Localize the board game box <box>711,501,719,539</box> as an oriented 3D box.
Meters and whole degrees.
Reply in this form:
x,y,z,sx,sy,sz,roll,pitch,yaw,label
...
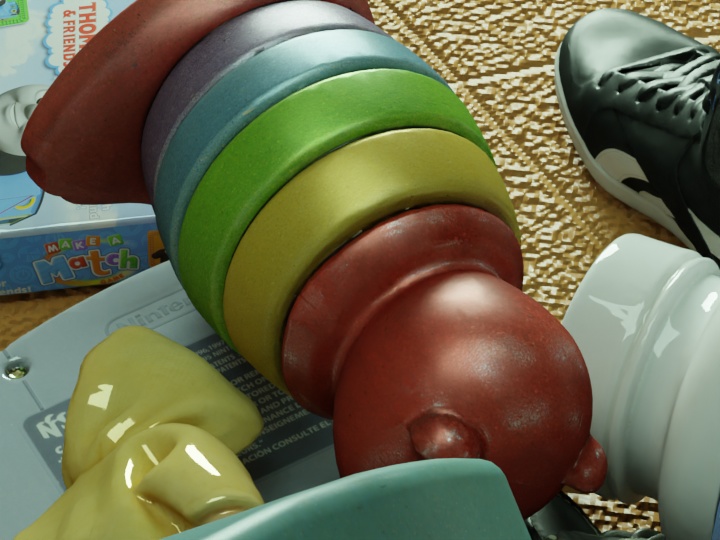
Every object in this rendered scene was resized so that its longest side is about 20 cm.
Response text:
x,y,z,sx,sy,sz,roll,pitch,yaw,label
0.166,0.090,0.625,0.134,0.200,0.035,11,90,-6,board game box

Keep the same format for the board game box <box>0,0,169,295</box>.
x,y,z,sx,sy,sz,roll,pitch,yaw,label
-0.111,-0.056,1.010,0.198,0.037,0.152,-6,44,-2,board game box

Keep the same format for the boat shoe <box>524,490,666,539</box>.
x,y,z,sx,sy,sz,roll,pitch,yaw,label
0.083,0.108,0.765,0.071,0.066,0.201,30,14,-21,boat shoe

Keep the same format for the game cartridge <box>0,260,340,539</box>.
x,y,z,sx,sy,sz,roll,pitch,yaw,label
-0.041,0.049,0.899,0.199,0.042,0.133,-24,43,-18,game cartridge

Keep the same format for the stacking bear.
x,y,z,sx,sy,sz,roll,pitch,yaw,label
0.000,0.000,0.824,0.121,0.114,0.200,17,28,-46,stacking bear

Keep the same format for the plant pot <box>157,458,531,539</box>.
x,y,z,sx,sy,sz,roll,pitch,yaw,label
-0.036,0.125,0.597,0.141,0.142,0.200,-21,3,36,plant pot

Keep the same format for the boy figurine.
x,y,z,sx,sy,sz,roll,pitch,yaw,label
-0.067,0.097,0.773,0.064,0.124,0.201,32,30,-22,boy figurine

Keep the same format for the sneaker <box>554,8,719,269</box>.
x,y,z,sx,sy,sz,roll,pitch,yaw,label
0.131,-0.059,0.937,0.073,0.112,0.200,-20,46,-16,sneaker

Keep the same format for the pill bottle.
x,y,z,sx,sy,sz,roll,pitch,yaw,label
0.159,0.058,0.817,0.199,0.112,0.111,20,50,24,pill bottle
